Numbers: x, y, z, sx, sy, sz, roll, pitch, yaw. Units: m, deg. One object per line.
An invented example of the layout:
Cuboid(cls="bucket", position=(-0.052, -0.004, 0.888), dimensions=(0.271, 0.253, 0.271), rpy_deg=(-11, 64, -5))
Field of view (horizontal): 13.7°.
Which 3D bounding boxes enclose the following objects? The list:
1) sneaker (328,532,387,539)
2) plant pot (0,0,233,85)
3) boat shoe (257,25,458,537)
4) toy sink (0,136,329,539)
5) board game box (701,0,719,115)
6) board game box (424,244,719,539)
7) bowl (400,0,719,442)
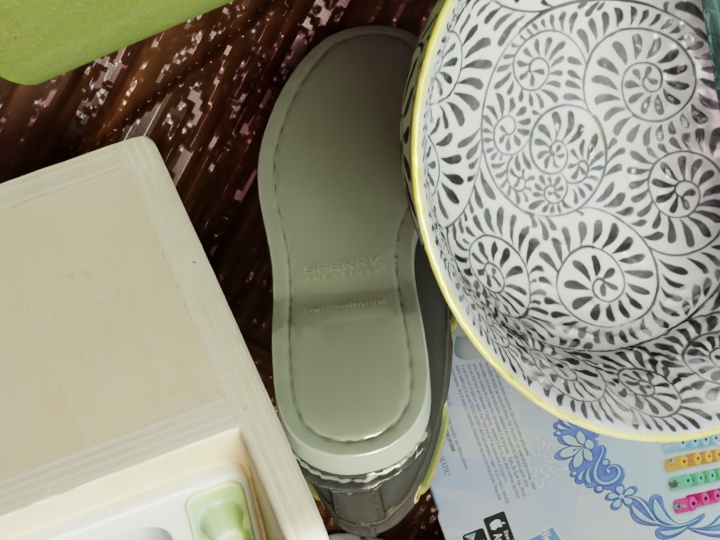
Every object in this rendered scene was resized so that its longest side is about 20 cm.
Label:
Cuboid(cls="sneaker", position=(0.063, 0.150, 1.139), dimensions=(0.199, 0.088, 0.082), rpy_deg=(0, 102, -4))
Cuboid(cls="plant pot", position=(-0.070, -0.161, 1.028), dimensions=(0.190, 0.200, 0.200), rpy_deg=(-31, 102, 15))
Cuboid(cls="boat shoe", position=(0.000, 0.000, 1.072), dimensions=(0.071, 0.202, 0.061), rpy_deg=(-1, 141, 7))
Cuboid(cls="toy sink", position=(-0.085, 0.077, 1.033), dimensions=(0.112, 0.200, 0.131), rpy_deg=(-20, 139, -8))
Cuboid(cls="board game box", position=(0.182, -0.072, 0.989), dimensions=(0.135, 0.028, 0.201), rpy_deg=(-15, 102, -14))
Cuboid(cls="board game box", position=(0.116, 0.040, 1.068), dimensions=(0.198, 0.200, 0.043), rpy_deg=(-21, 133, 2))
Cuboid(cls="bowl", position=(0.087, -0.047, 1.026), dimensions=(0.200, 0.094, 0.202), rpy_deg=(-3, 98, -26))
